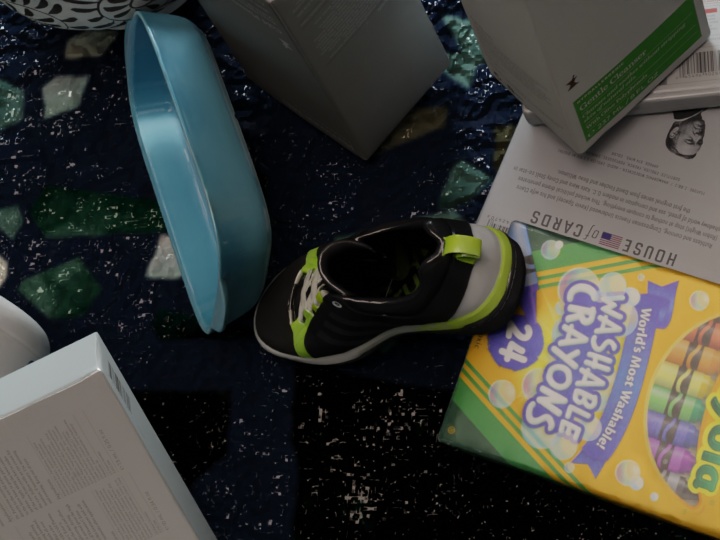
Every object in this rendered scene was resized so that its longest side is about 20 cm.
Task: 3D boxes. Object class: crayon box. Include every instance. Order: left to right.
[{"bbox_3d":[0.155,0.064,1.222,0.199,0.052,0.127,18,86,20],"label":"crayon box"}]

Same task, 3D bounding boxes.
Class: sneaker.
[{"bbox_3d":[0.000,0.000,1.252,0.199,0.083,0.072,-15,62,43],"label":"sneaker"}]

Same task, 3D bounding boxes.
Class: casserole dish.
[{"bbox_3d":[-0.092,-0.059,1.325,0.039,0.121,0.201,-12,62,-15],"label":"casserole dish"}]

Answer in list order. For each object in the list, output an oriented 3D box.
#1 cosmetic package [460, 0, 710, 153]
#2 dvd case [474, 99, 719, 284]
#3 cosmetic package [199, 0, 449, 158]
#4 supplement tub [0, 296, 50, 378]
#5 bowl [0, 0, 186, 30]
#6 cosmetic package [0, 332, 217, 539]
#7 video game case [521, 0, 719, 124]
[{"bbox_3d":[0.109,-0.162,1.211,0.108,0.200,0.085,-42,63,-4],"label":"cosmetic package"},{"bbox_3d":[0.165,-0.079,1.306,0.149,0.025,0.201,18,75,21],"label":"dvd case"},{"bbox_3d":[-0.032,-0.157,1.289,0.107,0.200,0.090,36,78,28],"label":"cosmetic package"},{"bbox_3d":[-0.274,0.098,1.289,0.144,0.145,0.201,18,74,21],"label":"supplement tub"},{"bbox_3d":[-0.150,-0.209,1.397,0.199,0.094,0.202,-12,48,13],"label":"bowl"},{"bbox_3d":[-0.158,0.152,1.214,0.150,0.201,0.052,-26,25,2],"label":"cosmetic package"},{"bbox_3d":[0.163,-0.183,1.328,0.142,0.018,0.201,-5,66,14],"label":"video game case"}]
